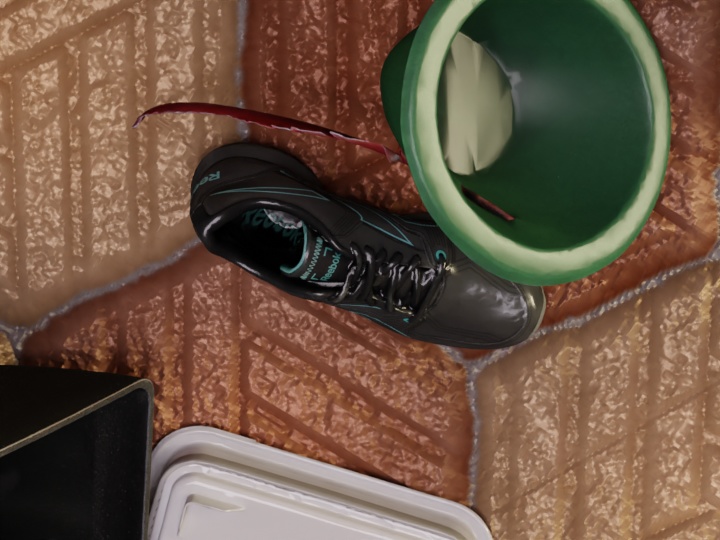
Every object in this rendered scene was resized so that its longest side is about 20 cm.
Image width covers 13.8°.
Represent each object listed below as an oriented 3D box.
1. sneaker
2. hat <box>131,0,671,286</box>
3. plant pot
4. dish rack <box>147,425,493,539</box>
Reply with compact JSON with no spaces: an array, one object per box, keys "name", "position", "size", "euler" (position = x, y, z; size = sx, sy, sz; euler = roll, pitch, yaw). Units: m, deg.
[{"name":"sneaker","position":[0.000,0.000,1.553],"size":[0.199,0.079,0.076],"euler":[20,110,-2]},{"name":"hat","position":[0.035,-0.086,1.545],"size":[0.200,0.176,0.166],"euler":[40,70,-30]},{"name":"plant pot","position":[-0.240,0.155,1.573],"size":[0.177,0.199,0.201],"euler":[14,112,29]},{"name":"dish rack","position":[-0.038,0.189,1.642],"size":[0.199,0.044,0.172],"euler":[16,110,0]}]
